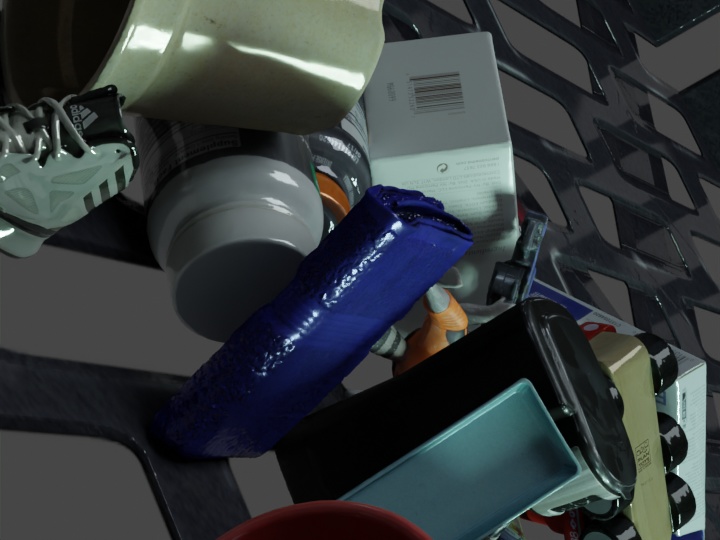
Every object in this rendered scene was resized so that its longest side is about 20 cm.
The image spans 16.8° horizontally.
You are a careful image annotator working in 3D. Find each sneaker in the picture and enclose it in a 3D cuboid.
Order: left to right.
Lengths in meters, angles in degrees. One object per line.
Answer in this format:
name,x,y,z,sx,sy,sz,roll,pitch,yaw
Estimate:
sneaker,-0.190,-0.079,1.292,0.200,0.115,0.076,30,35,-59

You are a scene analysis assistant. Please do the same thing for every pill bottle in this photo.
pill bottle,-0.084,-0.057,1.563,0.113,0.113,0.201,45,24,-42
pill bottle,-0.046,-0.086,1.728,0.106,0.106,0.201,50,21,-32

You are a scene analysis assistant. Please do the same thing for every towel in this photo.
towel,-0.031,0.029,1.452,0.050,0.200,0.148,48,12,18

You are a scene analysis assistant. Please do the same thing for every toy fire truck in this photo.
toy fire truck,0.150,0.120,1.856,0.128,0.199,0.177,-31,120,-42

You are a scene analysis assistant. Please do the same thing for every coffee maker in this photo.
coffee maker,0.052,0.096,1.566,0.193,0.199,0.135,58,17,-8

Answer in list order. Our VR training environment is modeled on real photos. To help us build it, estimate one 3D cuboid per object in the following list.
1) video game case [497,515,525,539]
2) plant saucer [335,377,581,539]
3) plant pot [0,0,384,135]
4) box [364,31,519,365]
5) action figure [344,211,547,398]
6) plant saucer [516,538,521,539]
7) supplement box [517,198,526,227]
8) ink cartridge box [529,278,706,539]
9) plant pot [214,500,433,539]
video game case,0.081,0.214,1.766,0.200,0.022,0.183,41,27,-47
plant saucer,0.033,0.146,1.471,0.070,0.199,0.019,58,-6,-7
plant pot,-0.091,-0.163,1.460,0.182,0.201,0.201,14,44,-31
box,0.062,-0.053,1.855,0.153,0.105,0.201,-96,180,-52
action figure,0.059,0.040,1.747,0.193,0.104,0.201,36,71,-70
plant saucer,0.063,0.260,1.489,0.201,0.038,0.203,10,90,-89
supplement box,0.100,-0.024,2.123,0.109,0.061,0.200,52,19,-27
ink cartridge box,0.190,0.127,1.931,0.199,0.040,0.201,27,-48,43
plant pot,-0.001,0.242,1.237,0.177,0.199,0.201,53,17,-54
